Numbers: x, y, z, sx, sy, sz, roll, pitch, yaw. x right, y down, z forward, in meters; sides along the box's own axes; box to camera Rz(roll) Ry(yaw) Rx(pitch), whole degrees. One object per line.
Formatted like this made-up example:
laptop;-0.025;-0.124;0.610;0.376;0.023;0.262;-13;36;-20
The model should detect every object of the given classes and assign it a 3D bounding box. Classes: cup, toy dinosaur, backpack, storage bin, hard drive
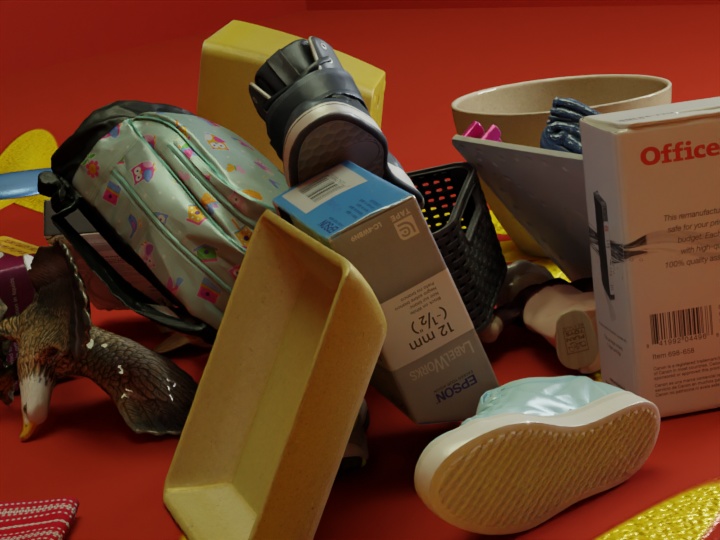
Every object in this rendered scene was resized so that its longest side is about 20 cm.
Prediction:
cup;0.189;-0.092;1.895;0.200;0.143;0.200;-6;12;1
toy dinosaur;-0.122;0.045;1.693;0.101;0.058;0.200;-24;8;-9
backpack;-0.109;-0.032;1.467;0.167;0.127;0.200;11;28;-49
storage bin;0.000;0.000;1.600;0.200;0.094;0.135;-12;24;19
hard drive;-0.174;-0.014;1.732;0.140;0.038;0.200;-4;-20;4

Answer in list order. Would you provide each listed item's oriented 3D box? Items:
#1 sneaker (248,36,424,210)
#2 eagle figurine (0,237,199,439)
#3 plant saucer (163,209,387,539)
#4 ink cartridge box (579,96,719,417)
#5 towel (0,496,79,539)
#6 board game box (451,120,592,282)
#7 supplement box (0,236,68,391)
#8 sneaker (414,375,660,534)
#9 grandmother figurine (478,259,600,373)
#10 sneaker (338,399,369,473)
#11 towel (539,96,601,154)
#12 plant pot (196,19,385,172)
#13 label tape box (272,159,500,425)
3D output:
sneaker;-0.035;-0.109;1.449;0.077;0.146;0.202;-33;-21;3
eagle figurine;-0.213;0.055;1.518;0.200;0.151;0.152;-10;-2;37
plant saucer;-0.047;0.078;1.240;0.048;0.200;0.200;19;5;-19
ink cartridge box;0.234;-0.014;1.405;0.144;0.200;0.084;-9;13;-11
towel;-0.256;0.175;1.232;0.145;0.022;0.200;-4;13;6
board game box;0.184;-0.032;1.563;0.026;0.200;0.200;-51;28;-13
supplement box;-0.337;0.047;1.645;0.200;0.103;0.131;-15;17;-32
sneaker;0.088;0.104;1.235;0.082;0.074;0.200;21;17;41
grandmother figurine;0.145;0.032;1.579;0.121;0.061;0.200;-8;10;-9
sneaker;-0.031;0.080;1.407;0.075;0.076;0.200;-10;11;-8
towel;0.194;-0.057;1.611;0.112;0.200;0.049;36;75;19
plant pot;-0.071;-0.144;2.183;0.176;0.200;0.200;7;14;5
label tape box;0.025;0.039;1.334;0.066;0.200;0.143;-26;18;-10
